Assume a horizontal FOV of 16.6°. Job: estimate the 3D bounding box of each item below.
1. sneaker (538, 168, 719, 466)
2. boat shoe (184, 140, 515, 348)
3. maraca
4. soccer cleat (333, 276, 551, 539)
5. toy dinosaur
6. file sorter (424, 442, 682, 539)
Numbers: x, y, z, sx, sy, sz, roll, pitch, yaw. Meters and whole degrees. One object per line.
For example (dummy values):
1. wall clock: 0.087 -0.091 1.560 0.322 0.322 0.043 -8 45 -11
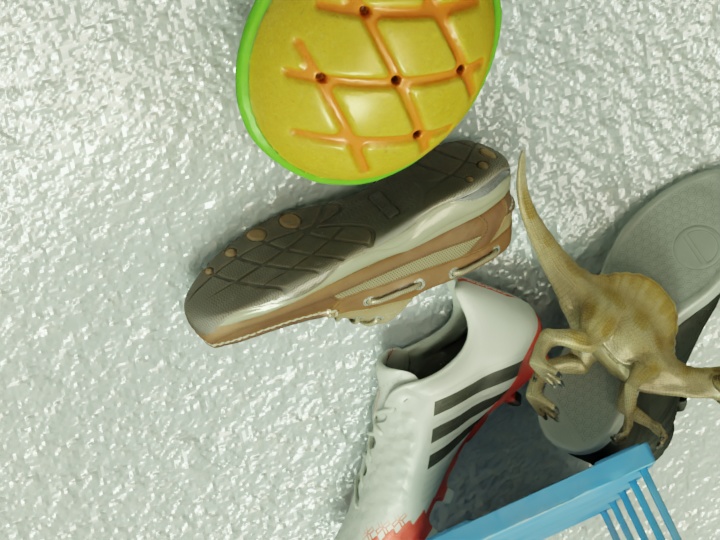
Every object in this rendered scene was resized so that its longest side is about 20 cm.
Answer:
1. sneaker: 0.178 0.034 1.479 0.200 0.071 0.099 -57 155 -10
2. boat shoe: 0.000 0.000 1.381 0.200 0.076 0.072 -23 125 -7
3. maraca: 0.016 -0.135 1.294 0.137 0.107 0.200 26 104 -30
4. soccer cleat: 0.030 0.093 1.449 0.085 0.069 0.200 34 98 -23
5. toy dinosaur: 0.133 0.034 1.403 0.200 0.058 0.101 42 66 -2
6. file sorter: 0.117 0.195 1.435 0.139 0.200 0.123 -24 78 -7
